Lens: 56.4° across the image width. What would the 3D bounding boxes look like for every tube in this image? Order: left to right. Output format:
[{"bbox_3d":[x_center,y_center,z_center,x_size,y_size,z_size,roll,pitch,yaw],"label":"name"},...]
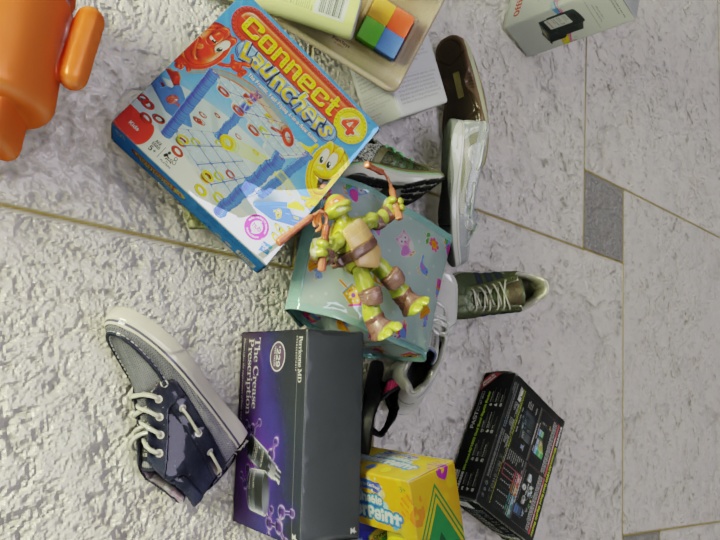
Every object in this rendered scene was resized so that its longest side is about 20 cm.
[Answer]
[{"bbox_3d":[-0.095,-0.318,0.758,0.196,0.053,0.058,17,30,-6],"label":"tube"}]

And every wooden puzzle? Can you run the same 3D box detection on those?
[{"bbox_3d":[0.012,-0.347,0.802,0.183,0.046,0.203,28,94,-8],"label":"wooden puzzle"}]

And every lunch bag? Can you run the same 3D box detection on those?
[{"bbox_3d":[0.000,0.000,0.795,0.198,0.120,0.174,27,69,-38],"label":"lunch bag"}]

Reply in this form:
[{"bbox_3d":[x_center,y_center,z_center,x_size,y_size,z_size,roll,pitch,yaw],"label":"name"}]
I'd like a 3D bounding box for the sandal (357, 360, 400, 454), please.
[{"bbox_3d":[0.024,0.159,0.776,0.044,0.200,0.077,5,98,2],"label":"sandal"}]

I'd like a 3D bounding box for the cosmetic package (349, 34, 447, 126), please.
[{"bbox_3d":[0.033,-0.303,0.890,0.100,0.071,0.204,-25,102,-38],"label":"cosmetic package"}]

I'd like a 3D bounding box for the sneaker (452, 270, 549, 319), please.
[{"bbox_3d":[0.198,0.031,0.984,0.197,0.089,0.069,-6,90,-41],"label":"sneaker"}]

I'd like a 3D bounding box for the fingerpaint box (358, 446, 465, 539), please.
[{"bbox_3d":[0.019,0.285,0.727,0.072,0.198,0.171,-9,91,-39],"label":"fingerpaint box"}]

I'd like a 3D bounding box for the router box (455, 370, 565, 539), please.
[{"bbox_3d":[0.218,0.274,0.992,0.150,0.061,0.203,42,60,-29],"label":"router box"}]

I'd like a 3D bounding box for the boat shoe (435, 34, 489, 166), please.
[{"bbox_3d":[0.164,-0.245,1.005,0.076,0.070,0.205,-5,90,-56],"label":"boat shoe"}]

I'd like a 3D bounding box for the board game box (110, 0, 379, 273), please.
[{"bbox_3d":[-0.113,-0.140,0.689,0.199,0.056,0.197,42,71,-10],"label":"board game box"}]

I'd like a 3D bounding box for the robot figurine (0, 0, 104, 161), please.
[{"bbox_3d":[-0.304,-0.199,0.556,0.116,0.141,0.205,26,68,-60],"label":"robot figurine"}]

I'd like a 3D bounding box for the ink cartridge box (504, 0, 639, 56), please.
[{"bbox_3d":[0.351,-0.459,1.102,0.082,0.198,0.149,34,65,-35],"label":"ink cartridge box"}]

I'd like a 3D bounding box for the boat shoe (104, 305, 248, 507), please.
[{"bbox_3d":[-0.191,0.136,0.641,0.201,0.074,0.093,55,47,-23],"label":"boat shoe"}]

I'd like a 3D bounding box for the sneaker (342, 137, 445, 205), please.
[{"bbox_3d":[0.037,-0.141,0.884,0.197,0.076,0.090,-2,69,-46],"label":"sneaker"}]

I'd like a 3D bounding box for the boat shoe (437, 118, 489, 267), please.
[{"bbox_3d":[0.147,-0.108,0.945,0.063,0.074,0.207,0,93,-6],"label":"boat shoe"}]

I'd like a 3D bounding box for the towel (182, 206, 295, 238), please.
[{"bbox_3d":[-0.131,-0.139,0.752,0.146,0.036,0.205,7,81,-39],"label":"towel"}]

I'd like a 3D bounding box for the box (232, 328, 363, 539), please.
[{"bbox_3d":[-0.067,0.166,0.705,0.078,0.140,0.205,8,79,-39],"label":"box"}]

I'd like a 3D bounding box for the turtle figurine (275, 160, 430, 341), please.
[{"bbox_3d":[-0.004,-0.012,0.690,0.199,0.064,0.164,-36,99,-51],"label":"turtle figurine"}]

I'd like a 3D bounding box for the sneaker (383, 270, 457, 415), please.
[{"bbox_3d":[0.092,0.088,0.876,0.073,0.087,0.204,22,67,-6],"label":"sneaker"}]
